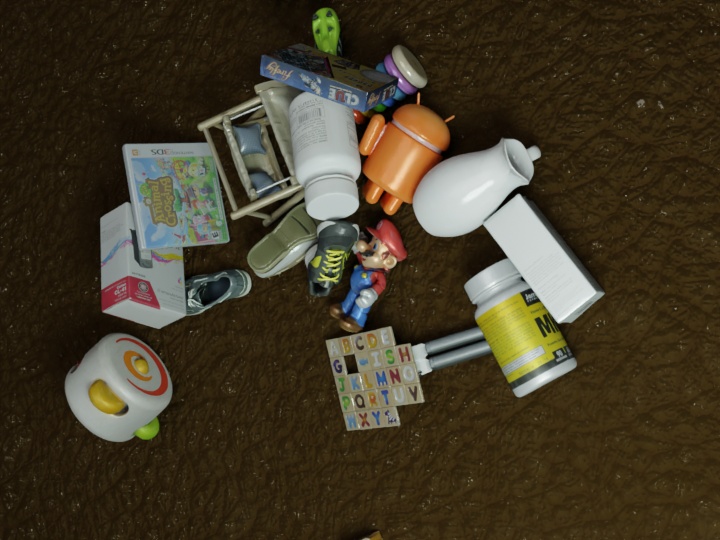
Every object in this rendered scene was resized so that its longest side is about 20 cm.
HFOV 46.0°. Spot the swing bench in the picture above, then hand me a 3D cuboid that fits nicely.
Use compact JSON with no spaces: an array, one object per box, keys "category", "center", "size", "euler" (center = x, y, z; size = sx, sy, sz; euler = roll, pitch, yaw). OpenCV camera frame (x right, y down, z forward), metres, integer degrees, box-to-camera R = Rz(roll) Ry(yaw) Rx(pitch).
[{"category":"swing bench","center":[-0.161,-0.219,1.556],"size":[0.198,0.129,0.201],"euler":[-28,76,20]}]

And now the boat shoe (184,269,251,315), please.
[{"category":"boat shoe","center":[-0.308,0.042,1.646],"size":[0.197,0.062,0.074],"euler":[-15,85,23]}]

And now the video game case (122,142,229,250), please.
[{"category":"video game case","center":[-0.350,-0.144,1.618],"size":[0.022,0.180,0.203],"euler":[-21,78,55]}]

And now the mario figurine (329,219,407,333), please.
[{"category":"mario figurine","center":[0.000,0.000,1.491],"size":[0.123,0.106,0.202],"euler":[31,102,23]}]

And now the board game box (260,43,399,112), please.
[{"category":"board game box","center":[-0.051,-0.326,1.422],"size":[0.198,0.135,0.035],"euler":[23,120,17]}]

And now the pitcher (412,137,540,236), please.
[{"category":"pitcher","center":[0.196,-0.142,1.393],"size":[0.199,0.171,0.123],"euler":[-30,86,33]}]

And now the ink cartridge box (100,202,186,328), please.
[{"category":"ink cartridge box","center":[-0.414,-0.008,1.617],"size":[0.085,0.147,0.203],"euler":[-22,64,30]}]

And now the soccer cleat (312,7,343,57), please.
[{"category":"soccer cleat","center":[-0.056,-0.372,1.540],"size":[0.066,0.081,0.204],"euler":[-1,84,17]}]

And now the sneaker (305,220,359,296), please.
[{"category":"sneaker","center":[-0.047,-0.019,1.478],"size":[0.073,0.200,0.086],"euler":[4,65,-14]}]

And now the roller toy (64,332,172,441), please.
[{"category":"roller toy","center":[-0.463,0.220,1.639],"size":[0.139,0.199,0.184],"euler":[-41,53,15]}]

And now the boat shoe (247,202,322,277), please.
[{"category":"boat shoe","center":[-0.117,-0.060,1.564],"size":[0.199,0.068,0.075],"euler":[-34,70,-3]}]

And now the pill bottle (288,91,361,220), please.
[{"category":"pill bottle","center":[-0.058,-0.194,1.432],"size":[0.113,0.114,0.203],"euler":[-18,64,22]}]

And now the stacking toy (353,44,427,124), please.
[{"category":"stacking toy","center":[0.021,-0.306,1.513],"size":[0.199,0.085,0.086],"euler":[-37,74,24]}]

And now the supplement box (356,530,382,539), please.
[{"category":"supplement box","center":[0.035,0.564,1.475],"size":[0.066,0.069,0.203],"euler":[-26,80,19]}]

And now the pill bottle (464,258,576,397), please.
[{"category":"pill bottle","center":[0.254,0.090,1.370],"size":[0.113,0.114,0.202],"euler":[-32,77,19]}]

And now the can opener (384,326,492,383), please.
[{"category":"can opener","center":[0.133,0.145,1.457],"size":[0.197,0.066,0.053],"euler":[-21,69,15]}]

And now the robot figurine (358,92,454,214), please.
[{"category":"robot figurine","center":[0.080,-0.197,1.459],"size":[0.143,0.116,0.202],"euler":[37,103,23]}]

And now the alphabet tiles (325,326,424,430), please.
[{"category":"alphabet tiles","center":[0.025,0.190,1.477],"size":[0.198,0.007,0.170],"euler":[-16,87,44]}]

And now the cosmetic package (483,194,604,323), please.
[{"category":"cosmetic package","center":[0.295,-0.019,1.360],"size":[0.081,0.113,0.201],"euler":[-41,72,16]}]
